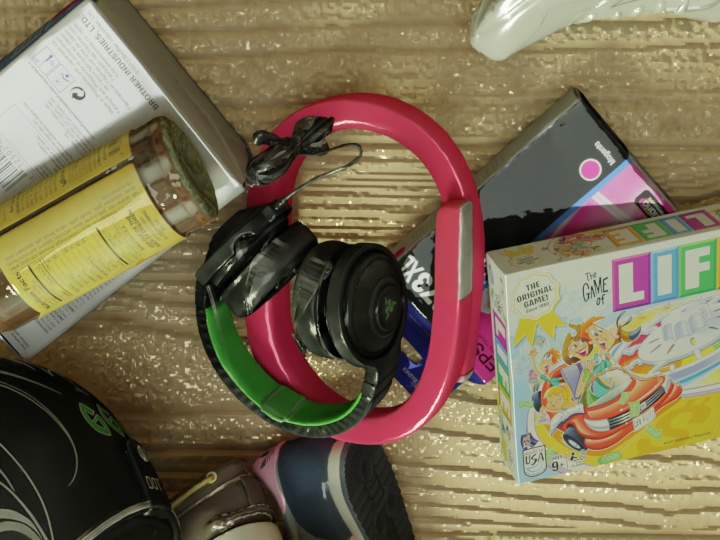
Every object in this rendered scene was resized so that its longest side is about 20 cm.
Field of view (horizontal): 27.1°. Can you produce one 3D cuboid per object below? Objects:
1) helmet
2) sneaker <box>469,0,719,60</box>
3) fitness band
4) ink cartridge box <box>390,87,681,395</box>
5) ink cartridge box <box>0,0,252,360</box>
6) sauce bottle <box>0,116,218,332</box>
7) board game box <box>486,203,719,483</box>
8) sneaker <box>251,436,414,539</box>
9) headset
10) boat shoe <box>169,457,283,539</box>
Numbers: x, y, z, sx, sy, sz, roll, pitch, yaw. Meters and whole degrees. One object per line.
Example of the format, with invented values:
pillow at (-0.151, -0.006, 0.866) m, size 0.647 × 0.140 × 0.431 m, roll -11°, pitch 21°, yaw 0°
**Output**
helmet at (-0.218, 0.147, 0.841) m, size 0.190 × 0.199 × 0.202 m, roll 31°, pitch 110°, yaw 24°
sneaker at (0.153, -0.162, 0.802) m, size 0.199 × 0.078 × 0.100 m, roll -34°, pitch 108°, yaw 12°
fitness band at (0.000, 0.000, 0.852) m, size 0.142 × 0.037 × 0.203 m, roll 12°, pitch 109°, yaw 26°
ink cartridge box at (0.082, -0.005, 0.878) m, size 0.200 × 0.037 × 0.095 m, roll -41°, pitch 103°, yaw 15°
ink cartridge box at (-0.179, -0.048, 0.844) m, size 0.199 × 0.076 × 0.137 m, roll -37°, pitch 104°, yaw 10°
sauce bottle at (-0.172, -0.010, 0.786) m, size 0.198 × 0.065 × 0.065 m, roll -26°, pitch 106°, yaw 11°
board game box at (0.174, 0.037, 0.858) m, size 0.197 × 0.034 × 0.136 m, roll -12°, pitch 115°, yaw -10°
sneaker at (-0.009, 0.189, 0.937) m, size 0.081 × 0.070 × 0.202 m, roll -3°, pitch 113°, yaw 28°
headset at (-0.039, 0.009, 0.800) m, size 0.123 × 0.094 × 0.202 m, roll 25°, pitch 127°, yaw 21°
boat shoe at (-0.131, 0.185, 0.927) m, size 0.199 × 0.071 × 0.060 m, roll -36°, pitch 62°, yaw 29°
